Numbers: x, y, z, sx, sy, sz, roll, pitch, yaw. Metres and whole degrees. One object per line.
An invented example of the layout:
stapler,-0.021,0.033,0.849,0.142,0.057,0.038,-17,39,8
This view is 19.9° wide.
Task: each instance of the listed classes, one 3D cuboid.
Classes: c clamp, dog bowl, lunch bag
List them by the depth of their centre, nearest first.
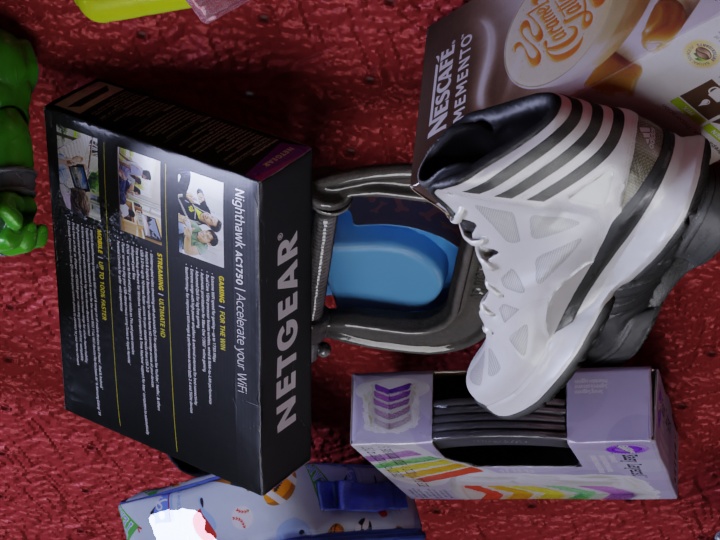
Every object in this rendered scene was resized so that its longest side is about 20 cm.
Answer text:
c clamp,0.000,0.000,1.141,0.171,0.027,0.200,12,144,-5
dog bowl,-0.026,-0.010,1.198,0.200,0.050,0.112,-1,142,13
lunch bag,-0.054,0.169,1.357,0.160,0.076,0.200,-15,169,28

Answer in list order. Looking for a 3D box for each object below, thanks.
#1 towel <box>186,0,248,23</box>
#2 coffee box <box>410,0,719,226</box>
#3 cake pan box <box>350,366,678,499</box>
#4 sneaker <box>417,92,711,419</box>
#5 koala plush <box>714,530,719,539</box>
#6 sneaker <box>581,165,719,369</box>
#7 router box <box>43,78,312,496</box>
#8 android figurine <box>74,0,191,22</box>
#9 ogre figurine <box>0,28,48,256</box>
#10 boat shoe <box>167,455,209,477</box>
towel,-0.056,-0.199,0.911,0.144,0.023,0.200,-25,143,14
coffee box,0.124,-0.101,0.993,0.080,0.114,0.200,33,136,-31
cake pan box,0.101,0.103,1.273,0.184,0.052,0.200,-3,163,11
sneaker,0.071,-0.015,0.979,0.115,0.076,0.201,24,134,-8
koala plush,0.298,0.233,1.400,0.177,0.184,0.200,14,165,6
sneaker,0.138,-0.023,1.145,0.104,0.060,0.200,19,137,-16
router box,-0.099,0.010,1.129,0.149,0.051,0.200,20,125,29
android figurine,-0.140,-0.191,0.985,0.200,0.041,0.182,-7,141,16
ogre figurine,-0.230,-0.101,1.054,0.200,0.120,0.098,26,144,-20
boat shoe,-0.095,0.086,1.283,0.075,0.062,0.200,14,161,-1
